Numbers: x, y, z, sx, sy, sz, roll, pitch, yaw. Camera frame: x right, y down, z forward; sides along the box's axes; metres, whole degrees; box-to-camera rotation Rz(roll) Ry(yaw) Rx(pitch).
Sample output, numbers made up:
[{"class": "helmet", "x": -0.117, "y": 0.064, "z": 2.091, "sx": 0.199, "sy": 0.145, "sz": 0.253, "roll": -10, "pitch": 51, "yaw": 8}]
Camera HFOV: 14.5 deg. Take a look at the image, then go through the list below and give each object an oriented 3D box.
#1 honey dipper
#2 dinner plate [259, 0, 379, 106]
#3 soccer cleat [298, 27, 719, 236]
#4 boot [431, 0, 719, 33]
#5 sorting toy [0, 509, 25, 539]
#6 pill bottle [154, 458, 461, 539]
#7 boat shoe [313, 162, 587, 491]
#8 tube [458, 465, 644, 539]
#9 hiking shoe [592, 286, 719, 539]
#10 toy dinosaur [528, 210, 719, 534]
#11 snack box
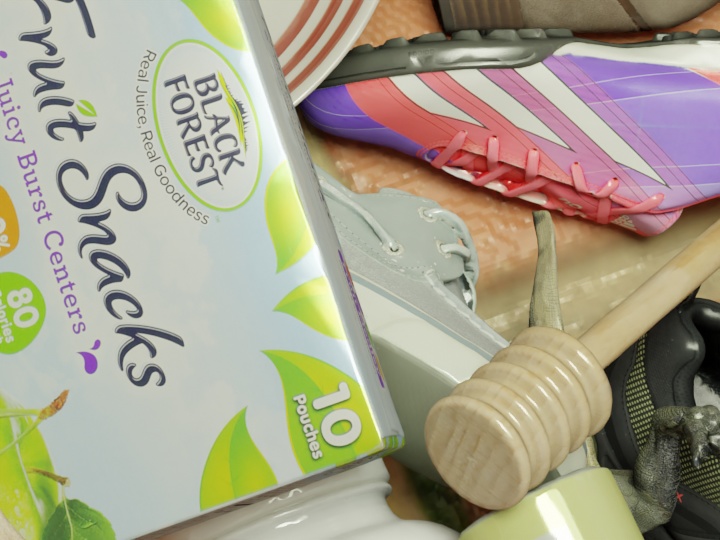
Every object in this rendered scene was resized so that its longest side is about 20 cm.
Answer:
[{"class": "honey dipper", "x": 0.094, "y": 0.008, "z": 0.866, "sx": 0.038, "sy": 0.038, "sz": 0.200, "roll": 50, "pitch": 51, "yaw": 5}, {"class": "dinner plate", "x": -0.083, "y": -0.111, "z": 0.943, "sx": 0.199, "sy": 0.024, "sz": 0.201, "roll": -4, "pitch": 64, "yaw": 8}, {"class": "soccer cleat", "x": 0.075, "y": -0.046, "z": 0.971, "sx": 0.199, "sy": 0.068, "sz": 0.073, "roll": -1, "pitch": 93, "yaw": -10}, {"class": "boot", "x": 0.082, "y": -0.161, "z": 0.952, "sx": 0.146, "sy": 0.200, "sz": 0.070, "roll": -18, "pitch": 49, "yaw": -2}, {"class": "sorting toy", "x": -0.170, "y": 0.011, "z": 0.800, "sx": 0.036, "sy": 0.185, "sz": 0.201, "roll": -17, "pitch": 84, "yaw": -42}, {"class": "pill bottle", "x": 0.005, "y": 0.155, "z": 0.856, "sx": 0.112, "sy": 0.112, "sz": 0.201, "roll": -18, "pitch": 77, "yaw": -19}, {"class": "boat shoe", "x": 0.000, "y": 0.000, "z": 0.905, "sx": 0.201, "sy": 0.070, "sz": 0.072, "roll": 32, "pitch": 63, "yaw": 23}, {"class": "tube", "x": 0.091, "y": 0.157, "z": 0.817, "sx": 0.052, "sy": 0.058, "sz": 0.200, "roll": -24, "pitch": 76, "yaw": -2}, {"class": "hiking shoe", "x": 0.149, "y": 0.089, "z": 0.916, "sx": 0.200, "sy": 0.101, "sz": 0.076, "roll": 44, "pitch": 57, "yaw": 3}, {"class": "toy dinosaur", "x": 0.081, "y": 0.080, "z": 0.892, "sx": 0.047, "sy": 0.088, "sz": 0.201, "roll": -2, "pitch": 89, "yaw": -38}, {"class": "snack box", "x": -0.085, "y": -0.020, "z": 0.815, "sx": 0.142, "sy": 0.053, "sz": 0.201, "roll": -20, "pitch": 83, "yaw": 6}]
